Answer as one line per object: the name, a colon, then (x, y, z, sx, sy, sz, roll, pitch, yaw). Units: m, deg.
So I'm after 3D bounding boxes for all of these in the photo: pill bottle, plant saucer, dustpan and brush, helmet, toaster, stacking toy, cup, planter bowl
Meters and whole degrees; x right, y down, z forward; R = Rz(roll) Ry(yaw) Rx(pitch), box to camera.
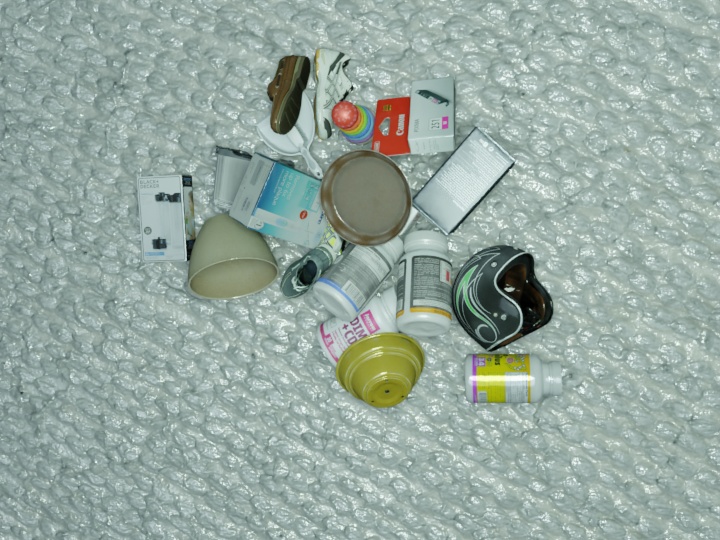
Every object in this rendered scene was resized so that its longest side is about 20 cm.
pill bottle: (0.324, 0.230, 1.479, 0.199, 0.104, 0.105, -2, 95, 11)
plant saucer: (0.014, -0.149, 1.418, 0.199, 0.032, 0.201, 6, 108, 19)
dustpan and brush: (-0.136, -0.287, 1.541, 0.139, 0.057, 0.200, -35, 88, 12)
helmet: (0.283, 0.050, 1.427, 0.199, 0.200, 0.191, -29, 74, 12)
pill bottle: (0.000, 0.000, 1.480, 0.114, 0.114, 0.200, 38, 69, 5)
pill bottle: (0.014, 0.123, 1.524, 0.200, 0.113, 0.114, -32, 89, 12)
pill bottle: (0.133, 0.027, 1.436, 0.116, 0.116, 0.201, 0, 67, 11)
toaster: (-0.249, -0.197, 1.546, 0.199, 0.114, 0.130, 13, 100, 8)
stacking toy: (-0.017, -0.311, 1.444, 0.085, 0.200, 0.086, 1, 96, 11)
cup: (-0.291, -0.041, 1.546, 0.199, 0.200, 0.144, -19, 66, 12)
planter bowl: (0.051, 0.235, 1.491, 0.199, 0.084, 0.201, -6, 128, -8)

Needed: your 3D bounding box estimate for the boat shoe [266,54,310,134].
boat shoe: (-0.167, -0.381, 1.510, 0.068, 0.072, 0.201, 9, 64, 16)

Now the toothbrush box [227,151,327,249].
toothbrush box: (-0.157, -0.144, 1.471, 0.085, 0.200, 0.147, 32, 99, 42)

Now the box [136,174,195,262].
box: (-0.452, -0.121, 1.619, 0.116, 0.060, 0.201, 0, 95, 11)

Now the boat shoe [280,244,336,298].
boat shoe: (-0.130, 0.011, 1.529, 0.073, 0.062, 0.200, 49, 133, -2)

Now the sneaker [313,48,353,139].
sneaker: (-0.057, -0.382, 1.498, 0.087, 0.076, 0.201, 2, 86, -11)

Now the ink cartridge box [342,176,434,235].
ink cartridge box: (0.067, -0.138, 1.487, 0.200, 0.116, 0.068, 39, 102, 6)

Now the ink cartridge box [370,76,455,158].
ink cartridge box: (0.109, -0.319, 1.436, 0.173, 0.201, 0.044, -3, 139, 11)

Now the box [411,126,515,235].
box: (0.215, -0.182, 1.438, 0.107, 0.148, 0.200, 42, 101, 5)

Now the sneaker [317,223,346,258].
sneaker: (-0.069, -0.074, 1.542, 0.076, 0.075, 0.201, 12, 96, 9)
